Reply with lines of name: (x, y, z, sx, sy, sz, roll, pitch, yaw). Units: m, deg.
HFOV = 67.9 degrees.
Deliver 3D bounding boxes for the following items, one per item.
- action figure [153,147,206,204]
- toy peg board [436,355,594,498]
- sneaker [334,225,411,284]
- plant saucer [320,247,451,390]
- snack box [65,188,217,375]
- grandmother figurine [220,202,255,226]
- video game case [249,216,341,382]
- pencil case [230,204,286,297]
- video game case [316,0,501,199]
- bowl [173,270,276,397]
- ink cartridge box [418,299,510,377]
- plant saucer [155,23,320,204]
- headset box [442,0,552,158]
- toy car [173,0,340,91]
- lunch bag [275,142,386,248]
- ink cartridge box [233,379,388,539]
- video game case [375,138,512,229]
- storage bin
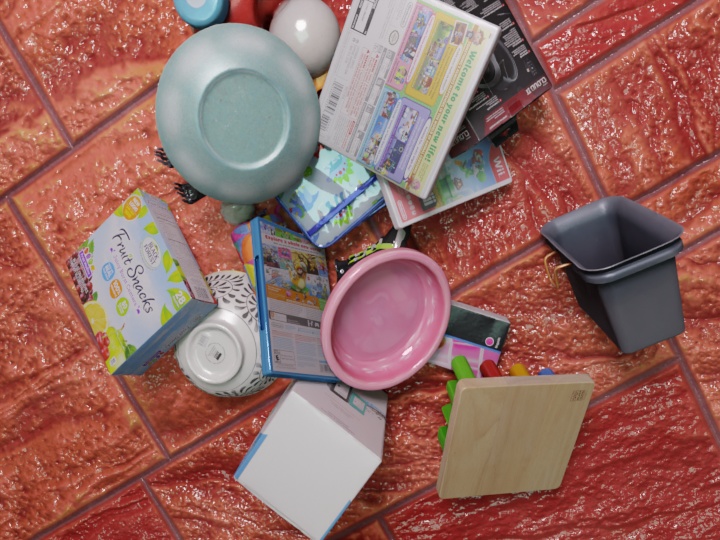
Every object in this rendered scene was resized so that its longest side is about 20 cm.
action figure: (-0.170, -0.160, 0.693, 0.195, 0.102, 0.122, -24, 93, 20)
toy peg board: (0.207, 0.216, 0.783, 0.192, 0.099, 0.206, -1, 119, -11)
sneaker: (0.000, 0.000, 0.781, 0.082, 0.072, 0.203, 33, 100, 1)
plant saucer: (0.032, 0.062, 0.730, 0.194, 0.051, 0.207, -11, 116, -22)
snack box: (-0.320, 0.017, 0.773, 0.167, 0.067, 0.203, -38, 69, 11)
grandmother figurine: (-0.185, -0.168, 0.777, 0.118, 0.060, 0.208, 5, 105, 32)
video game case: (-0.085, 0.042, 0.716, 0.017, 0.141, 0.207, -21, 66, 30)
pencil case: (-0.118, 0.014, 0.777, 0.086, 0.088, 0.206, -20, 92, 8)
video game case: (0.044, -0.218, 0.636, 0.179, 0.022, 0.205, 30, 110, 15)
bowl: (-0.206, 0.110, 0.805, 0.193, 0.094, 0.209, 1, 100, 3)
ink cartridge box: (0.118, 0.091, 0.807, 0.193, 0.037, 0.098, 17, 102, 3)
plant saucer: (-0.136, -0.176, 0.621, 0.194, 0.039, 0.208, -7, 110, -17)
headset box: (0.144, -0.260, 0.693, 0.147, 0.077, 0.203, -36, 98, -19)
toy car: (-0.100, -0.301, 0.680, 0.176, 0.185, 0.201, -41, 97, 10)
lunch bag: (-0.026, -0.143, 0.755, 0.198, 0.083, 0.163, -36, 98, 10)
ink cartridge box: (-0.058, 0.230, 0.760, 0.144, 0.200, 0.149, 36, 101, -1)
video game case: (0.106, -0.157, 0.719, 0.195, 0.017, 0.147, -23, 94, -22)
storage bin: (0.327, 0.010, 0.702, 0.142, 0.201, 0.138, -22, 107, 8)
